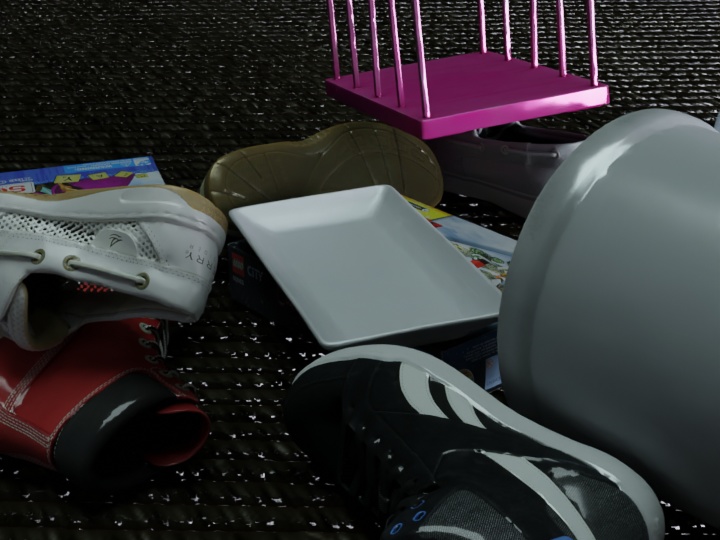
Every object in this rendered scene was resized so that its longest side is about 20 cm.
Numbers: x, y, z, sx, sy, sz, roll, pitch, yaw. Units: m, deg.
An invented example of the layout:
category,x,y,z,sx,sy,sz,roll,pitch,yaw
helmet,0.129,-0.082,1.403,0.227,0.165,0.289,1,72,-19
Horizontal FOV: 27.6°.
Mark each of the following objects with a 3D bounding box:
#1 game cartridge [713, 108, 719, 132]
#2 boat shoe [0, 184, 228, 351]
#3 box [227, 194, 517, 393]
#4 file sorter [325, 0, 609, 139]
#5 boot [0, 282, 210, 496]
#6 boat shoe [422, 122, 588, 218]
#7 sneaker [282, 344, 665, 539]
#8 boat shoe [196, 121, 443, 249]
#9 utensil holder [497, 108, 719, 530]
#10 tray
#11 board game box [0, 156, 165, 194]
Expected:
category,x,y,z,sx,sy,sz,roll,pitch,yaw
game cartridge,0.316,-0.075,1.055,0.132,0.041,0.200,3,23,19
boat shoe,-0.161,0.004,0.716,0.198,0.071,0.070,-5,64,25
box,0.032,0.011,0.866,0.136,0.038,0.199,-19,29,-34
file sorter,0.064,-0.181,1.030,0.138,0.127,0.200,-12,18,-17
boot,-0.108,0.044,0.766,0.143,0.073,0.200,14,36,31
boat shoe,0.093,-0.089,1.058,0.071,0.069,0.199,-16,26,-29
sneaker,0.019,0.095,0.628,0.199,0.074,0.111,18,28,35
boat shoe,-0.032,-0.053,0.983,0.199,0.073,0.066,-11,-9,-41
utensil holder,0.185,0.037,0.635,0.169,0.172,0.199,-19,31,-35
tray,0.000,0.000,0.819,0.106,0.022,0.200,-9,25,-16
board game box,-0.214,-0.015,0.941,0.198,0.042,0.200,-8,24,-15
